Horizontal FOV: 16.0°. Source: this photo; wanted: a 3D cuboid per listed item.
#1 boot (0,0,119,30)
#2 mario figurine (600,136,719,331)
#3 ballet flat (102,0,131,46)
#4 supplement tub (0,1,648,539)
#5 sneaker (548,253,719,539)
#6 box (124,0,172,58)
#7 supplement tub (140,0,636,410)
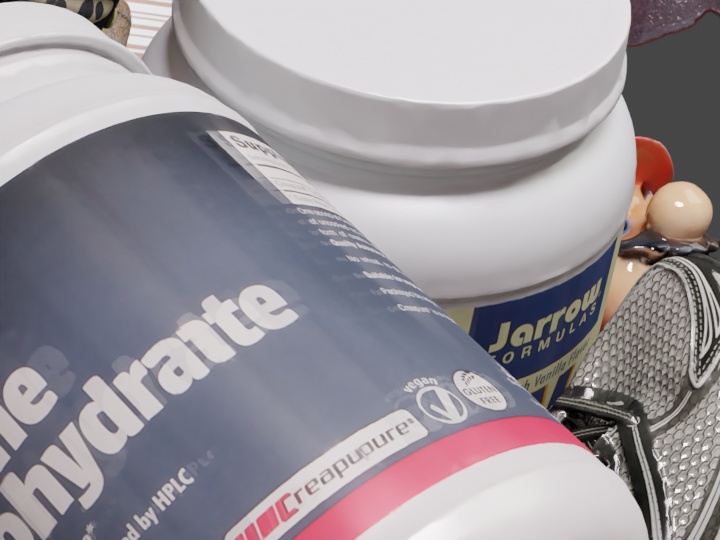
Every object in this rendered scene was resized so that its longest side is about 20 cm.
[{"bbox_3d":[-0.098,-0.044,0.732,0.073,0.154,0.203,39,15,18],"label":"boot"},{"bbox_3d":[0.112,0.027,0.845,0.200,0.106,0.123,60,6,28],"label":"mario figurine"},{"bbox_3d":[-0.132,-0.116,0.778,0.068,0.067,0.200,4,-32,31],"label":"ballet flat"},{"bbox_3d":[-0.044,0.045,0.592,0.200,0.140,0.140,43,5,28],"label":"supplement tub"},{"bbox_3d":[0.046,0.079,0.671,0.085,0.201,0.078,37,-15,-22],"label":"sneaker"},{"bbox_3d":[-0.041,-0.085,0.991,0.163,0.167,0.200,6,-10,-15],"label":"box"},{"bbox_3d":[0.000,0.000,0.744,0.144,0.201,0.145,6,37,-5],"label":"supplement tub"}]
